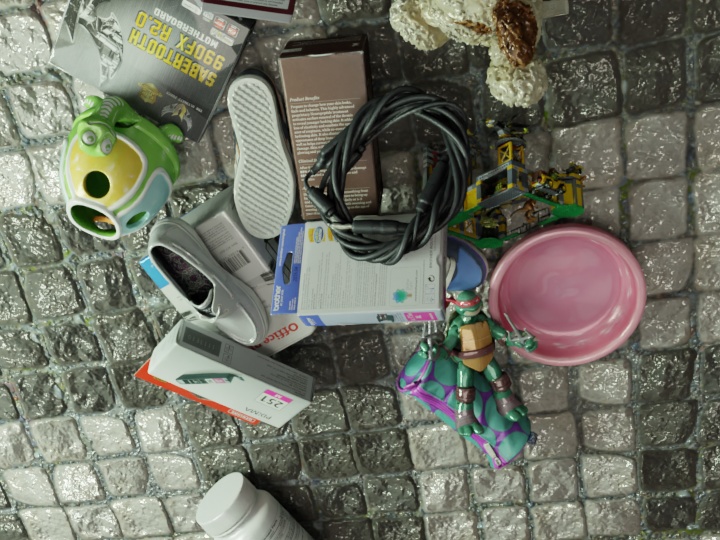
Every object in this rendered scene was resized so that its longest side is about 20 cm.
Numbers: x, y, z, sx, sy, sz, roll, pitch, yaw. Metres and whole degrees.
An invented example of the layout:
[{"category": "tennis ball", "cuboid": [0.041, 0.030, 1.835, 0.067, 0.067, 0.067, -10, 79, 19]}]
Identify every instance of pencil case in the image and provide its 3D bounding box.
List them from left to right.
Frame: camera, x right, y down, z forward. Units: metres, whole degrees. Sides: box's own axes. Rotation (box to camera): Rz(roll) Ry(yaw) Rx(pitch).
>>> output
[{"category": "pencil case", "cuboid": [0.143, 0.185, 1.245, 0.199, 0.093, 0.085, 39, 130, -14]}]

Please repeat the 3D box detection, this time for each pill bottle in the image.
[{"category": "pill bottle", "cuboid": [-0.150, 0.409, 1.386, 0.113, 0.114, 0.201, -32, 111, 21]}]

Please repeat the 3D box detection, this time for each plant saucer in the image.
[{"category": "plant saucer", "cuboid": [0.262, 0.026, 1.170, 0.197, 0.051, 0.203, 3, 120, 5]}]

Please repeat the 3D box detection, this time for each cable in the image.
[{"category": "cable", "cuboid": [0.039, -0.105, 0.998, 0.199, 0.051, 0.164, -37, 71, 12]}]

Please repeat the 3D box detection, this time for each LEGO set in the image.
[{"category": "LEGO set", "cuboid": [0.162, -0.114, 1.065, 0.152, 0.118, 0.199, 11, 159, -26]}]

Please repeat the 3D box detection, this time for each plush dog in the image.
[{"category": "plush dog", "cuboid": [0.127, -0.279, 0.933, 0.199, 0.172, 0.162, 35, 105, 11]}]

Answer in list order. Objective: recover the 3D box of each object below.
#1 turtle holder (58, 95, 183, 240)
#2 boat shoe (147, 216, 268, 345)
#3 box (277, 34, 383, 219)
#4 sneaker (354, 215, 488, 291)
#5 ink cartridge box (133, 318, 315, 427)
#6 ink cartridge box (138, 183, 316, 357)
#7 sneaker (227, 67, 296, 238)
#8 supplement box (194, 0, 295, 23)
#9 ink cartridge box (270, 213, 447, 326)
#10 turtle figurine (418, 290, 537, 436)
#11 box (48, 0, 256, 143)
[{"category": "turtle holder", "cuboid": [-0.280, -0.118, 1.063, 0.140, 0.133, 0.185, 31, 151, -23]}, {"category": "boat shoe", "cuboid": [-0.184, 0.026, 1.102, 0.071, 0.069, 0.201, -23, 117, 18]}, {"category": "box", "cuboid": [-0.032, -0.167, 1.079, 0.098, 0.075, 0.203, -2, 120, 7]}, {"category": "sneaker", "cuboid": [0.063, 0.006, 1.121, 0.197, 0.147, 0.081, 19, 120, -4]}, {"category": "ink cartridge box", "cuboid": [-0.185, 0.155, 1.200, 0.198, 0.044, 0.173, 26, 137, -22]}, {"category": "ink cartridge box", "cuboid": [-0.163, 0.014, 1.184, 0.145, 0.085, 0.201, -27, 114, 20]}, {"category": "sneaker", "cuboid": [-0.116, -0.143, 1.094, 0.077, 0.080, 0.203, -1, 118, 0]}, {"category": "supplement box", "cuboid": [-0.109, -0.373, 0.958, 0.107, 0.061, 0.202, 1, 123, -26]}, {"category": "ink cartridge box", "cuboid": [0.000, 0.000, 1.039, 0.196, 0.121, 0.042, -3, 155, 13]}, {"category": "turtle figurine", "cuboid": [0.149, 0.101, 1.151, 0.147, 0.101, 0.203, -11, 109, 5]}, {"category": "box", "cuboid": [-0.241, -0.266, 1.057, 0.198, 0.049, 0.159, 28, 117, -10]}]
